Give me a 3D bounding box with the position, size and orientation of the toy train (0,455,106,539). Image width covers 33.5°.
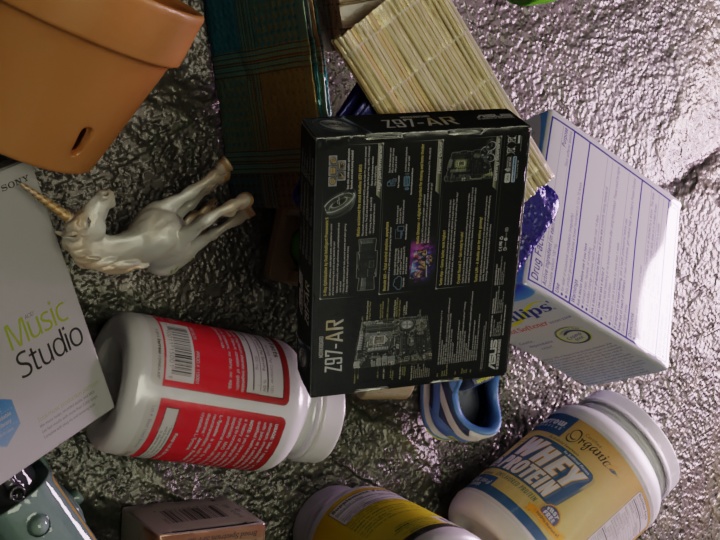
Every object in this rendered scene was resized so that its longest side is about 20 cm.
[{"bbox_3d":[-0.241,0.208,0.925,0.085,0.114,0.201,-35,112,-22],"label":"toy train"}]

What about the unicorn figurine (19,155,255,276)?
[{"bbox_3d":[-0.151,-0.035,0.917,0.137,0.200,0.074,-33,70,-7],"label":"unicorn figurine"}]

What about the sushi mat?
[{"bbox_3d":[0.066,-0.116,0.884,0.096,0.012,0.201,-42,116,-14],"label":"sushi mat"}]

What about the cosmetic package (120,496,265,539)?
[{"bbox_3d":[-0.145,0.303,1.009,0.103,0.087,0.202,-1,97,-31],"label":"cosmetic package"}]

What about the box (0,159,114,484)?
[{"bbox_3d":[-0.259,0.038,0.833,0.144,0.036,0.202,-36,115,-50],"label":"box"}]

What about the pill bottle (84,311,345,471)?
[{"bbox_3d":[-0.117,0.105,0.986,0.199,0.112,0.113,13,89,-31],"label":"pill bottle"}]

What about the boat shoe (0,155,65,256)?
[{"bbox_3d":[-0.256,0.002,0.914,0.071,0.072,0.202,-27,108,-24],"label":"boat shoe"}]

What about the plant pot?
[{"bbox_3d":[-0.230,-0.161,0.853,0.199,0.200,0.141,21,102,-30],"label":"plant pot"}]

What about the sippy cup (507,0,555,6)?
[{"bbox_3d":[0.154,-0.342,1.079,0.140,0.130,0.178,-49,116,-16],"label":"sippy cup"}]

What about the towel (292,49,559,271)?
[{"bbox_3d":[0.052,-0.058,0.925,0.200,0.049,0.148,40,83,-28],"label":"towel"}]

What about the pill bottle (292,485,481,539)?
[{"bbox_3d":[0.022,0.253,1.035,0.111,0.199,0.114,-4,98,-29],"label":"pill bottle"}]

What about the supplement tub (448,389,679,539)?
[{"bbox_3d":[0.199,0.224,1.168,0.199,0.144,0.146,-36,112,-22],"label":"supplement tub"}]

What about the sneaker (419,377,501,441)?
[{"bbox_3d":[0.092,0.067,1.122,0.073,0.082,0.202,-19,103,-26],"label":"sneaker"}]

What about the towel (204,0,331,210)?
[{"bbox_3d":[-0.072,-0.149,0.962,0.022,0.146,0.202,-17,105,-37],"label":"towel"}]

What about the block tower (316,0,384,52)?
[{"bbox_3d":[-0.017,-0.205,0.962,0.057,0.200,0.055,-10,102,-12],"label":"block tower"}]

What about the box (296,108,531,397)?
[{"bbox_3d":[0.036,-0.012,0.871,0.159,0.044,0.202,-6,115,-15],"label":"box"}]

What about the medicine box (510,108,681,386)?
[{"bbox_3d":[0.198,-0.016,1.129,0.199,0.103,0.184,29,60,-29],"label":"medicine box"}]

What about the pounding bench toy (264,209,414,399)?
[{"bbox_3d":[0.000,0.000,1.016,0.123,0.156,0.202,13,89,-31],"label":"pounding bench toy"}]
